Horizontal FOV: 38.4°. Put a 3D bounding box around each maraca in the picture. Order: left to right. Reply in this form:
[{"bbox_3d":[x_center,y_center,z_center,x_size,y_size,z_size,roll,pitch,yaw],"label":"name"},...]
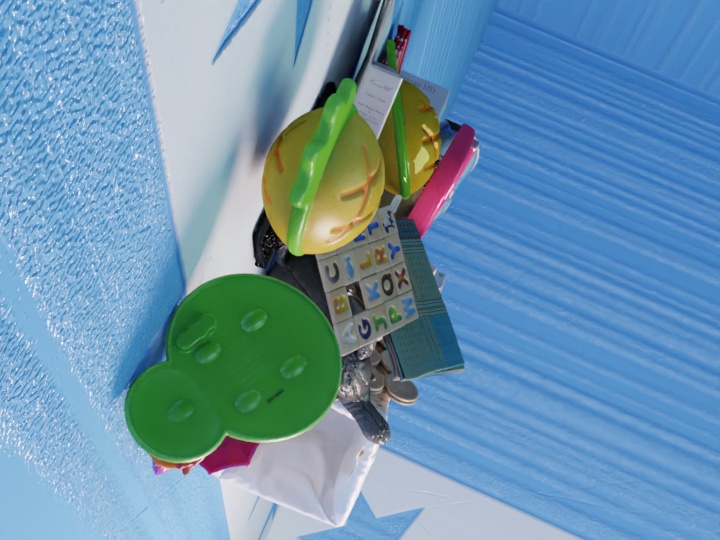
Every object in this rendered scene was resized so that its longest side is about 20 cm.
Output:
[{"bbox_3d":[-0.032,-0.086,0.898,0.200,0.105,0.139,96,15,-74],"label":"maraca"},{"bbox_3d":[0.048,-0.192,1.324,0.137,0.105,0.204,87,-2,-75],"label":"maraca"}]

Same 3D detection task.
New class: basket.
[{"bbox_3d":[-0.067,0.193,1.375,0.161,0.197,0.201,-64,175,-58],"label":"basket"}]

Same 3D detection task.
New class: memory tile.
[{"bbox_3d":[-0.020,0.103,1.333,0.017,0.197,0.154,-61,-159,28],"label":"memory tile"}]

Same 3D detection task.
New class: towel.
[{"bbox_3d":[0.016,-0.230,1.446,0.145,0.022,0.202,106,9,-69],"label":"towel"},{"bbox_3d":[0.053,0.032,1.227,0.022,0.203,0.146,-28,164,33],"label":"towel"}]

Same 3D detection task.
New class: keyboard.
[{"bbox_3d":[-0.057,-0.094,1.102,0.104,0.039,0.203,98,15,-70],"label":"keyboard"}]

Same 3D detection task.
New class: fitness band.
[{"bbox_3d":[0.105,-0.109,1.403,0.144,0.037,0.201,-58,177,-43],"label":"fitness band"}]

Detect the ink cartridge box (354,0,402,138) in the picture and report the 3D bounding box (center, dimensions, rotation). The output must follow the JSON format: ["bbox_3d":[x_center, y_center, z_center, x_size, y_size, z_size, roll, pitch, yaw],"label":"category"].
[{"bbox_3d":[0.022,-0.226,1.162,0.200,0.044,0.179,-95,-153,-76],"label":"ink cartridge box"}]

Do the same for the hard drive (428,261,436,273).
[{"bbox_3d":[0.019,0.043,1.430,0.026,0.131,0.202,-42,157,-48],"label":"hard drive"}]

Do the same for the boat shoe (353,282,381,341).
[{"bbox_3d":[0.000,0.000,1.315,0.068,0.201,0.075,-31,146,-6],"label":"boat shoe"}]

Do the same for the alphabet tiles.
[{"bbox_3d":[0.000,-0.026,1.128,0.166,0.007,0.204,-21,98,-56],"label":"alphabet tiles"}]

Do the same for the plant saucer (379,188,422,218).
[{"bbox_3d":[0.019,-0.094,1.436,0.198,0.029,0.202,-31,140,-29],"label":"plant saucer"}]

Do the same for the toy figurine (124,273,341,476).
[{"bbox_3d":[-0.129,0.127,0.893,0.199,0.150,0.185,-36,167,-37],"label":"toy figurine"}]

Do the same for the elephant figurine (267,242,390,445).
[{"bbox_3d":[-0.031,0.081,1.186,0.154,0.201,0.142,10,126,-44],"label":"elephant figurine"}]

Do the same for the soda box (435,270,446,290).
[{"bbox_3d":[0.029,0.005,1.592,0.064,0.197,0.069,-57,169,-66],"label":"soda box"}]

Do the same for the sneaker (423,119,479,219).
[{"bbox_3d":[0.118,-0.132,1.536,0.090,0.077,0.202,-58,171,-43],"label":"sneaker"}]

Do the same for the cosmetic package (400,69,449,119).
[{"bbox_3d":[0.052,-0.194,1.561,0.074,0.100,0.203,96,16,-79],"label":"cosmetic package"}]
